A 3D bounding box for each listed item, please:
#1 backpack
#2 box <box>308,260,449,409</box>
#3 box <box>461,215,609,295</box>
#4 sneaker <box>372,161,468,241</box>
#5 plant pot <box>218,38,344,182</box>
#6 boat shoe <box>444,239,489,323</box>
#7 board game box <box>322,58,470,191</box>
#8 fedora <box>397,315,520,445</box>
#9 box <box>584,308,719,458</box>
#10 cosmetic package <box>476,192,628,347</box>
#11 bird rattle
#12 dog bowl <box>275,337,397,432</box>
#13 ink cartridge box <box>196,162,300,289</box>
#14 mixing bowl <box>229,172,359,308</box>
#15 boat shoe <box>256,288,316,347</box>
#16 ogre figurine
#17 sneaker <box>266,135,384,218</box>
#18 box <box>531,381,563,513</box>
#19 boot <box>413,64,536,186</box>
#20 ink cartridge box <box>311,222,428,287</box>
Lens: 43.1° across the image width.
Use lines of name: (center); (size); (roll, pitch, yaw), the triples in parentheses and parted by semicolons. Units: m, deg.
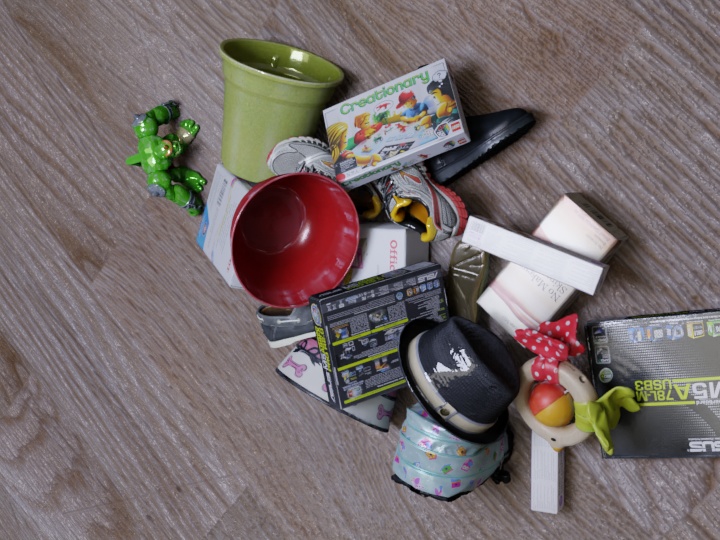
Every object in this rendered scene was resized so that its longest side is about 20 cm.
backpack: (0.124, 0.252, 1.318); (0.165, 0.199, 0.128); (10, 99, 27)
box: (0.035, 0.089, 1.301); (0.044, 0.198, 0.162); (14, 118, 63)
box: (0.233, -0.023, 1.227); (0.198, 0.039, 0.042); (23, 105, 25)
sneaker: (0.064, -0.117, 1.322); (0.200, 0.082, 0.078); (42, 137, 27)
plant pot: (-0.143, -0.244, 1.437); (0.199, 0.200, 0.186); (28, 118, 23)
boat shoe: (0.152, 0.043, 1.372); (0.072, 0.063, 0.203); (17, 109, 21)
board game box: (0.048, -0.207, 1.302); (0.198, 0.035, 0.128); (-20, 64, 17)
fedora: (0.148, 0.131, 1.233); (0.092, 0.200, 0.202); (-42, 75, 34)
box: (0.417, 0.156, 1.239); (0.198, 0.047, 0.196); (-7, 90, 29)
cosmetic package: (0.269, -0.001, 1.281); (0.103, 0.087, 0.201); (42, 112, 17)
bird rattle: (0.266, 0.166, 1.226); (0.200, 0.113, 0.163); (44, 135, 5)
dog bowl: (-0.029, 0.170, 1.404); (0.199, 0.200, 0.074); (27, 86, 24)
ink cartridge box: (-0.185, -0.071, 1.467); (0.200, 0.084, 0.146); (44, 119, 57)
mixing bowl: (-0.110, -0.058, 1.327); (0.108, 0.198, 0.202); (40, 116, 57)
boat shoe: (-0.071, 0.061, 1.364); (0.198, 0.072, 0.068); (-17, 103, 32)
ogre figurine: (-0.334, -0.194, 1.569); (0.097, 0.120, 0.203); (6, 98, 27)
sneaker: (-0.048, -0.140, 1.384); (0.198, 0.082, 0.078); (19, 118, -15)
box: (0.272, 0.246, 1.320); (0.041, 0.039, 0.203); (1, 95, 28)
boot: (0.137, -0.233, 1.336); (0.199, 0.076, 0.170); (-31, 84, 33)
ink cartridge box: (0.000, 0.000, 1.418); (0.198, 0.084, 0.147); (3, 98, 27)
